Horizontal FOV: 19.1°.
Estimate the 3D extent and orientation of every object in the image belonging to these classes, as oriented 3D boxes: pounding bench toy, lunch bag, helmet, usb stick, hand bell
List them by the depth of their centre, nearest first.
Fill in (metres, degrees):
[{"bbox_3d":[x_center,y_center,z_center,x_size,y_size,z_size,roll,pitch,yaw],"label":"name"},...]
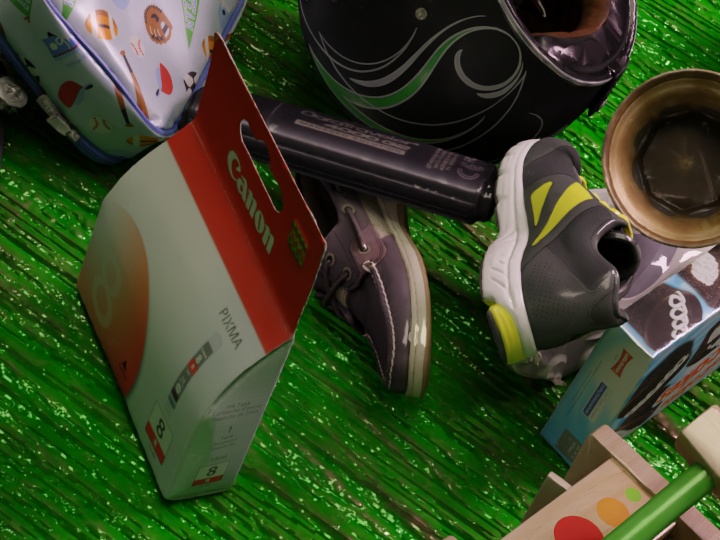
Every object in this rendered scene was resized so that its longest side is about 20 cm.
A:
[{"bbox_3d":[0.110,0.165,1.069,0.156,0.201,0.124,-28,63,-38],"label":"pounding bench toy"},{"bbox_3d":[-0.012,-0.071,1.285,0.198,0.033,0.055,17,26,10],"label":"usb stick"},{"bbox_3d":[-0.150,-0.166,1.334,0.161,0.075,0.201,52,39,-26],"label":"lunch bag"},{"bbox_3d":[0.202,-0.063,1.342,0.104,0.105,0.200,27,2,6],"label":"hand bell"},{"bbox_3d":[0.058,-0.164,1.364,0.199,0.190,0.202,18,64,-41],"label":"helmet"}]

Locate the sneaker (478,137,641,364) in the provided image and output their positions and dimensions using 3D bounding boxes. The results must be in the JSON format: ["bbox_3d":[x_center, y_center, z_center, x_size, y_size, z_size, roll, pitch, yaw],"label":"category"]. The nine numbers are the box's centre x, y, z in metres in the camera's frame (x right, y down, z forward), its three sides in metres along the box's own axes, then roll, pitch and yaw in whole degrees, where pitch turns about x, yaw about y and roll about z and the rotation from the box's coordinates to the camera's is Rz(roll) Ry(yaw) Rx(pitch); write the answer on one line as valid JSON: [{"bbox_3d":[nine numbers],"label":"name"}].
[{"bbox_3d":[0.121,-0.013,1.225,0.084,0.075,0.201,-7,32,15],"label":"sneaker"}]

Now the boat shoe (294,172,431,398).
[{"bbox_3d":[0.000,0.000,1.277,0.064,0.072,0.201,-2,44,-11],"label":"boat shoe"}]

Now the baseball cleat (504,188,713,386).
[{"bbox_3d":[0.137,0.007,1.331,0.199,0.070,0.106,-16,48,-42],"label":"baseball cleat"}]

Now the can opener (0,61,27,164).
[{"bbox_3d":[-0.237,-0.055,1.256,0.063,0.078,0.201,38,34,-42],"label":"can opener"}]

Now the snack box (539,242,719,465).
[{"bbox_3d":[0.200,0.033,1.283,0.037,0.117,0.199,45,50,17],"label":"snack box"}]

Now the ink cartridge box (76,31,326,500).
[{"bbox_3d":[-0.090,0.001,1.147,0.050,0.201,0.163,-8,51,-26],"label":"ink cartridge box"}]
